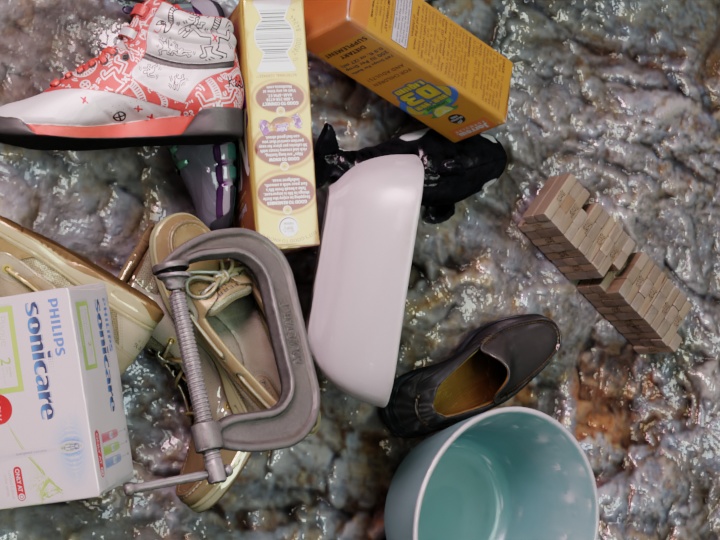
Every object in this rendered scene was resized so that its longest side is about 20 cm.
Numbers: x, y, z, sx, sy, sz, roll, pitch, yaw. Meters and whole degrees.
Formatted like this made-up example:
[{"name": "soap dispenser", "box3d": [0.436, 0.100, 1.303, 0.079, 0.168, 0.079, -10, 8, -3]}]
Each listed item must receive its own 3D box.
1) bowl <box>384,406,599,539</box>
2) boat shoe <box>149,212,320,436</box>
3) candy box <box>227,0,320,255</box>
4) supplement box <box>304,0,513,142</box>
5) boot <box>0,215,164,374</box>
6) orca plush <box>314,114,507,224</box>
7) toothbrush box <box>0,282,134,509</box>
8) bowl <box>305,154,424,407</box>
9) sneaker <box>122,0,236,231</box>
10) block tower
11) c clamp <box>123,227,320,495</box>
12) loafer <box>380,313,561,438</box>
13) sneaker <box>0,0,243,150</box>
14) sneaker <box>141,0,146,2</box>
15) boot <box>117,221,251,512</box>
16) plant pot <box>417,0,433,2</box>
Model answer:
[{"name": "bowl", "box3d": [0.099, 0.216, 1.422, 0.200, 0.105, 0.202, 0, 90, -33]}, {"name": "boat shoe", "box3d": [-0.094, 0.043, 1.271, 0.073, 0.063, 0.201, -27, 94, -36]}, {"name": "candy box", "box3d": [-0.076, -0.113, 1.337, 0.056, 0.117, 0.201, -5, 87, -14]}, {"name": "supplement box", "box3d": [0.041, -0.184, 1.384, 0.200, 0.066, 0.069, 25, 59, -38]}, {"name": "boot", "box3d": [-0.269, 0.047, 1.231, 0.199, 0.073, 0.156, 29, 89, -4]}, {"name": "orca plush", "box3d": [0.057, -0.103, 1.450, 0.199, 0.071, 0.106, 14, 78, -30]}, {"name": "toothbrush box", "box3d": [-0.275, 0.095, 1.156, 0.199, 0.086, 0.146, -8, 90, 9]}, {"name": "bowl", "box3d": [0.000, 0.000, 1.338, 0.074, 0.200, 0.201, 10, 96, -3]}, {"name": "sneaker", "box3d": [-0.150, -0.122, 1.339, 0.087, 0.074, 0.201, -4, 83, -10]}, {"name": "block tower", "box3d": [0.235, -0.005, 1.561, 0.200, 0.054, 0.058, 46, 65, -21]}, {"name": "c clamp", "box3d": [-0.105, 0.062, 1.211, 0.170, 0.027, 0.201, 1, 72, -33]}, {"name": "loafer", "box3d": [0.114, 0.095, 1.466, 0.200, 0.072, 0.073, -30, 100, -31]}, {"name": "sneaker", "box3d": [-0.192, -0.153, 1.276, 0.200, 0.067, 0.109, -2, 85, -3]}, {"name": "sneaker", "box3d": [-0.198, -0.308, 1.305, 0.078, 0.082, 0.201, -33, 103, -29]}, {"name": "boot", "box3d": [-0.146, 0.077, 1.309, 0.154, 0.072, 0.201, 31, 65, -26]}, {"name": "plant pot", "box3d": [0.067, -0.330, 1.428, 0.135, 0.199, 0.201, -9, 90, -69]}]
